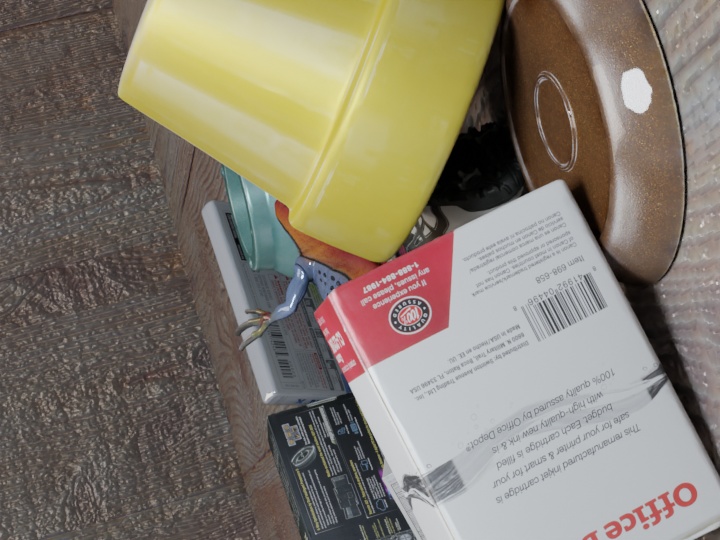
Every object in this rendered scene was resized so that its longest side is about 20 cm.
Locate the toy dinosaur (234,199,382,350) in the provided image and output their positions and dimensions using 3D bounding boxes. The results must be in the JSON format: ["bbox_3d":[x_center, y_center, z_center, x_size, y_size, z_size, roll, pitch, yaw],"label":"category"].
[{"bbox_3d":[0.000,0.000,1.132,0.200,0.105,0.182,-48,60,41],"label":"toy dinosaur"}]

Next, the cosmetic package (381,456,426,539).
[{"bbox_3d":[0.057,0.142,1.198,0.083,0.051,0.200,63,-171,-10],"label":"cosmetic package"}]

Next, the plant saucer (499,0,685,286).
[{"bbox_3d":[0.119,-0.085,0.882,0.200,0.032,0.200,164,90,-78],"label":"plant saucer"}]

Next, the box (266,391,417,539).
[{"bbox_3d":[0.027,0.188,1.315,0.044,0.160,0.200,91,160,-53],"label":"box"}]

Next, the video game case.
[{"bbox_3d":[-0.040,0.032,1.436,0.022,0.182,0.200,-43,55,36],"label":"video game case"}]

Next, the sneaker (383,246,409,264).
[{"bbox_3d":[0.054,0.005,1.202,0.200,0.075,0.081,56,174,24],"label":"sneaker"}]

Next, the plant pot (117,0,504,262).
[{"bbox_3d":[-0.035,-0.130,0.969,0.201,0.189,0.201,-158,90,-84],"label":"plant pot"}]

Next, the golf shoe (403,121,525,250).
[{"bbox_3d":[0.074,-0.041,1.079,0.095,0.078,0.200,51,167,-12],"label":"golf shoe"}]

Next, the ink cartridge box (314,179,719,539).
[{"bbox_3d":[0.085,0.075,0.867,0.200,0.144,0.084,63,169,5],"label":"ink cartridge box"}]

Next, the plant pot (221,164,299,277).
[{"bbox_3d":[-0.041,-0.073,1.358,0.200,0.134,0.200,166,90,-78],"label":"plant pot"}]
